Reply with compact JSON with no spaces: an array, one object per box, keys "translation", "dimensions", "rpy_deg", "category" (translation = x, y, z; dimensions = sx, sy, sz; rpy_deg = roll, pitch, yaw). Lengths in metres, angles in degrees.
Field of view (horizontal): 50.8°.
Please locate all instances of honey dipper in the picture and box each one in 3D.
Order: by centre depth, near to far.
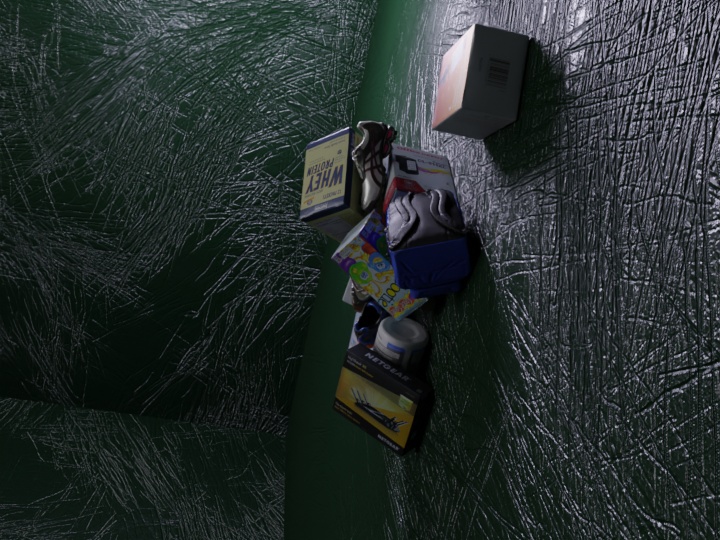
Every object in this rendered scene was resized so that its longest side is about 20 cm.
[{"translation":[0.138,0.046,1.714],"dimensions":[0.200,0.038,0.038],"rpy_deg":[-100,22,-75],"category":"honey dipper"}]

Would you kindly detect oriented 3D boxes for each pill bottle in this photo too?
[{"translation":[0.073,0.214,1.678],"dimensions":[0.114,0.112,0.202],"rpy_deg":[-98,21,-61],"category":"pill bottle"}]

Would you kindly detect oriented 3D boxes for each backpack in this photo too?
[{"translation":[0.126,-0.056,1.492],"dimensions":[0.201,0.161,0.169],"rpy_deg":[-95,-3,-51],"category":"backpack"}]

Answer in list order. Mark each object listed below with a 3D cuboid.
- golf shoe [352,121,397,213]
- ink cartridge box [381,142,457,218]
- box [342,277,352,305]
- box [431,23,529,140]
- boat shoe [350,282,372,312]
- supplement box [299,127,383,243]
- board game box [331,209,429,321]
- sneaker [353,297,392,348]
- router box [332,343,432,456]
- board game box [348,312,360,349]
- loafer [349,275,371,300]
[{"translation":[0.017,-0.226,1.658],"dimensions":[0.077,0.087,0.202],"rpy_deg":[174,108,-75],"category":"golf shoe"},{"translation":[0.124,-0.186,1.670],"dimensions":[0.201,0.144,0.083],"rpy_deg":[-93,19,-52],"category":"ink cartridge box"},{"translation":[0.035,0.002,2.061],"dimensions":[0.125,0.097,0.201],"rpy_deg":[-61,-6,-40],"category":"box"},{"translation":[0.216,-0.340,1.399],"dimensions":[0.200,0.105,0.154],"rpy_deg":[173,106,-80],"category":"box"},{"translation":[0.024,0.044,1.814],"dimensions":[0.201,0.075,0.075],"rpy_deg":[-68,-18,-55],"category":"boat shoe"},{"translation":[-0.020,-0.184,1.765],"dimensions":[0.133,0.199,0.202],"rpy_deg":[-15,61,36],"category":"supplement box"},{"translation":[0.056,-0.011,1.603],"dimensions":[0.103,0.200,0.105],"rpy_deg":[-39,13,39],"category":"board game box"},{"translation":[0.052,0.080,1.696],"dimensions":[0.201,0.075,0.078],"rpy_deg":[-59,-30,-11],"category":"sneaker"},{"translation":[0.043,0.273,1.611],"dimensions":[0.052,0.199,0.159],"rpy_deg":[-19,-50,-50],"category":"router box"},{"translation":[0.046,0.191,1.831],"dimensions":[0.200,0.041,0.202],"rpy_deg":[36,120,49],"category":"board game box"},{"translation":[0.000,0.000,1.729],"dimensions":[0.070,0.075,0.200],"rpy_deg":[54,-176,-28],"category":"loafer"}]
